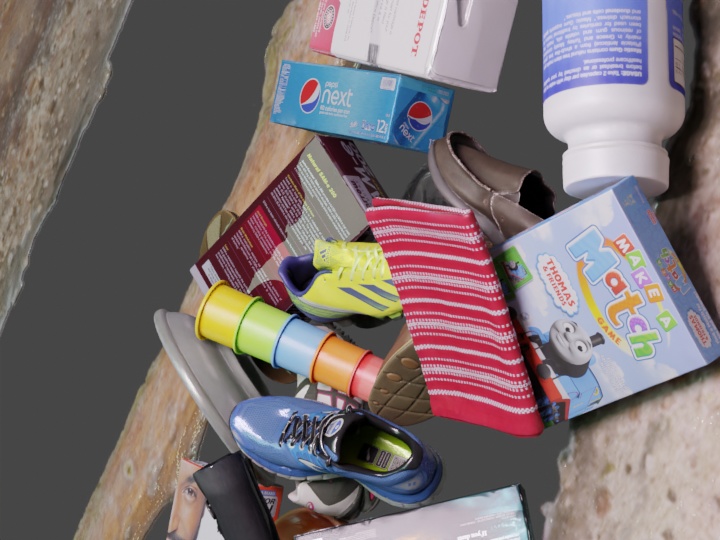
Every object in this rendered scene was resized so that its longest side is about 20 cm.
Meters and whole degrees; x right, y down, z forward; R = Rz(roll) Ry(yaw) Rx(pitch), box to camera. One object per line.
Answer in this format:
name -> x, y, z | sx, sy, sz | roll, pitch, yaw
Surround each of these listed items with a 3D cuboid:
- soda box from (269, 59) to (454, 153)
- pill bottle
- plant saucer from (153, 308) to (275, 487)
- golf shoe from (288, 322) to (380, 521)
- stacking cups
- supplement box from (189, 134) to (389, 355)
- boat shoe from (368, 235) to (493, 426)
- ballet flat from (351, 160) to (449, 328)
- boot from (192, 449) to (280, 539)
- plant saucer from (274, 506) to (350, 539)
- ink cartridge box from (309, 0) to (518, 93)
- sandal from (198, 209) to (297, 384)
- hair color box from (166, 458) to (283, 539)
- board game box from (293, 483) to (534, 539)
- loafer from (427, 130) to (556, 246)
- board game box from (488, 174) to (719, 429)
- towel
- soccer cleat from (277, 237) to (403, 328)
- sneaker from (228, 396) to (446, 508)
soda box -> -0.001, -0.154, 1.871 | 0.200, 0.068, 0.065 | 17, 95, 54
pill bottle -> 0.198, -0.160, 1.563 | 0.112, 0.112, 0.201 | -14, 71, 52
plant saucer -> -0.124, 0.112, 1.913 | 0.050, 0.200, 0.200 | -33, 48, 2
golf shoe -> -0.036, 0.132, 1.841 | 0.077, 0.088, 0.201 | -45, 47, 41
stacking cups -> -0.054, 0.074, 1.820 | 0.199, 0.060, 0.061 | 24, 104, 20
supplement box -> -0.061, -0.021, 1.885 | 0.200, 0.061, 0.109 | -44, 65, 27
boat shoe -> 0.075, 0.052, 1.730 | 0.200, 0.072, 0.068 | -55, 15, 28
ballet flat -> 0.045, -0.022, 1.807 | 0.066, 0.057, 0.200 | 38, 123, 7
boot -> -0.086, 0.256, 1.742 | 0.165, 0.065, 0.201 | 126, 125, -82
plant saucer -> -0.045, 0.321, 1.855 | 0.200, 0.032, 0.202 | -15, 71, 51
ink cartridge box -> 0.053, -0.250, 1.806 | 0.200, 0.084, 0.147 | 22, 100, 55
sandal -> -0.099, 0.029, 1.983 | 0.080, 0.054, 0.200 | -48, 61, 26
hair color box -> -0.145, 0.297, 1.972 | 0.111, 0.064, 0.201 | 12, 91, 55
board game box -> 0.050, 0.264, 1.644 | 0.199, 0.028, 0.136 | -14, 66, 11
loafer -> 0.132, -0.059, 1.675 | 0.200, 0.073, 0.071 | 50, 118, 35
board game box -> 0.172, 0.031, 1.562 | 0.200, 0.037, 0.152 | -29, 91, 47
towel -> 0.076, 0.039, 1.620 | 0.144, 0.022, 0.201 | 11, 124, 55
soccer cleat -> -0.001, 0.001, 1.747 | 0.200, 0.084, 0.065 | -17, 35, 51
sneaker -> -0.024, 0.144, 1.744 | 0.199, 0.089, 0.079 | 12, 66, 19
